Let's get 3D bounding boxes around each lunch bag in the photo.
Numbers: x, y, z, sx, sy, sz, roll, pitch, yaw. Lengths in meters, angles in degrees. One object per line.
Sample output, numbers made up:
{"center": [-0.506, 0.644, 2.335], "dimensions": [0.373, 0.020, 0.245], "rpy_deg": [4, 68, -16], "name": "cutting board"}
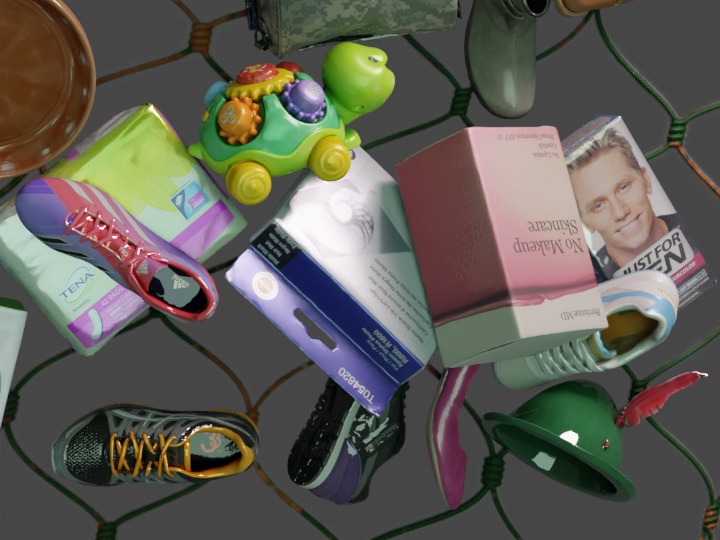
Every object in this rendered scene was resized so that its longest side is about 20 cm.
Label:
{"center": [-0.006, -0.286, 1.468], "dimensions": [0.199, 0.139, 0.169], "rpy_deg": [-9, 116, -10], "name": "lunch bag"}

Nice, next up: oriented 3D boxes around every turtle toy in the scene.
{"center": [-0.062, -0.141, 1.457], "dimensions": [0.199, 0.146, 0.102], "rpy_deg": [-17, 114, -11], "name": "turtle toy"}

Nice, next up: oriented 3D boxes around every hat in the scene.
{"center": [0.231, 0.115, 1.584], "dimensions": [0.165, 0.200, 0.177], "rpy_deg": [25, 75, 19], "name": "hat"}

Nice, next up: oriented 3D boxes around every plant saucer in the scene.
{"center": [-0.334, -0.173, 1.417], "dimensions": [0.199, 0.032, 0.201], "rpy_deg": [-6, 124, -9], "name": "plant saucer"}

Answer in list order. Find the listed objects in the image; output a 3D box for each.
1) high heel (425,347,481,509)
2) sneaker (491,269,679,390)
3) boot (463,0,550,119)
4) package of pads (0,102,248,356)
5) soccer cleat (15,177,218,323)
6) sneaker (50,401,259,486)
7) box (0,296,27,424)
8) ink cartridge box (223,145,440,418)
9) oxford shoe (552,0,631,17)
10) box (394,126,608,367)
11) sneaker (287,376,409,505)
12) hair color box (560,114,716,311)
{"center": [0.109, 0.130, 1.581], "dimensions": [0.095, 0.067, 0.202], "rpy_deg": [-7, 85, -3], "name": "high heel"}
{"center": [0.211, 0.065, 1.562], "dimensions": [0.199, 0.081, 0.077], "rpy_deg": [-28, 104, 24], "name": "sneaker"}
{"center": [0.143, -0.240, 1.512], "dimensions": [0.067, 0.131, 0.202], "rpy_deg": [-6, 98, -10], "name": "boot"}
{"center": [-0.227, -0.041, 1.475], "dimensions": [0.200, 0.068, 0.155], "rpy_deg": [-40, 104, -7], "name": "package of pads"}
{"center": [-0.209, -0.018, 1.408], "dimensions": [0.199, 0.076, 0.067], "rpy_deg": [34, 88, -17], "name": "soccer cleat"}
{"center": [-0.188, 0.165, 1.504], "dimensions": [0.198, 0.077, 0.079], "rpy_deg": [-6, 99, -12], "name": "sneaker"}
{"center": [-0.414, 0.095, 1.430], "dimensions": [0.199, 0.097, 0.178], "rpy_deg": [14, 91, -16], "name": "box"}
{"center": [0.000, 0.000, 1.491], "dimensions": [0.199, 0.041, 0.200], "rpy_deg": [43, 51, -10], "name": "ink cartridge box"}
{"center": [0.243, -0.281, 1.508], "dimensions": [0.200, 0.071, 0.072], "rpy_deg": [-26, 116, -48], "name": "oxford shoe"}
{"center": [0.130, -0.023, 1.496], "dimensions": [0.127, 0.109, 0.201], "rpy_deg": [-5, 77, -42], "name": "box"}
{"center": [0.012, 0.133, 1.565], "dimensions": [0.087, 0.076, 0.201], "rpy_deg": [32, 89, -34], "name": "sneaker"}
{"center": [0.258, -0.044, 1.601], "dimensions": [0.100, 0.061, 0.201], "rpy_deg": [-35, 103, -8], "name": "hair color box"}
